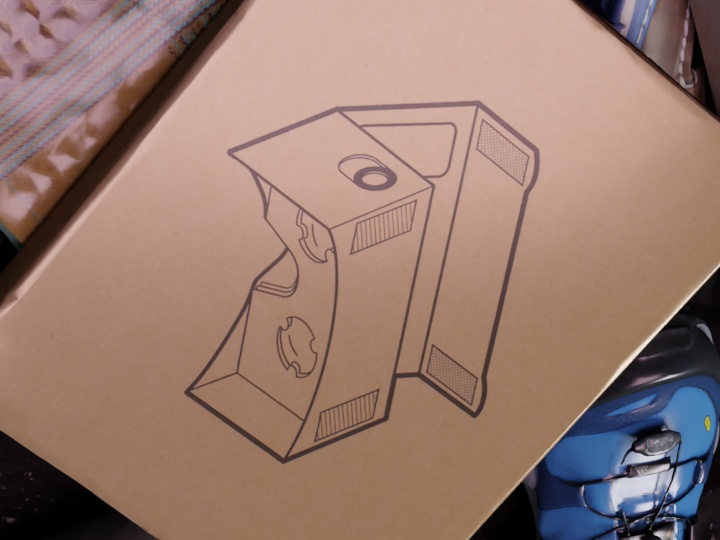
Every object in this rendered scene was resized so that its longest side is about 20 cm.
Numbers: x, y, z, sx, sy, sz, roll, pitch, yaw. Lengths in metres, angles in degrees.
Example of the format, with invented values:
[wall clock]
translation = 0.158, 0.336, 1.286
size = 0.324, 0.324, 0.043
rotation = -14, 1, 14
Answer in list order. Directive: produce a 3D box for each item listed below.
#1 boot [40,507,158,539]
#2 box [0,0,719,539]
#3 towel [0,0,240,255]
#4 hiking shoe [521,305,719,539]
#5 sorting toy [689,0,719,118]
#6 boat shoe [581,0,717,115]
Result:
[boot]
translation = -0.051, 0.030, 0.836
size = 0.181, 0.073, 0.201
rotation = -11, 121, -16
[box]
translation = 0.000, 0.000, 0.768
size = 0.163, 0.021, 0.200
rotation = 37, 103, -22
[towel]
translation = -0.027, -0.031, 0.773
size = 0.146, 0.022, 0.200
rotation = -37, 115, 4
[hiking shoe]
translation = 0.090, 0.095, 0.869
size = 0.074, 0.087, 0.201
rotation = -13, 140, -17
[sorting toy]
translation = 0.208, -0.067, 0.827
size = 0.199, 0.069, 0.200
rotation = -33, 122, -24
[boat shoe]
translation = 0.083, -0.051, 0.842
size = 0.072, 0.072, 0.201
rotation = 1, 125, -22
